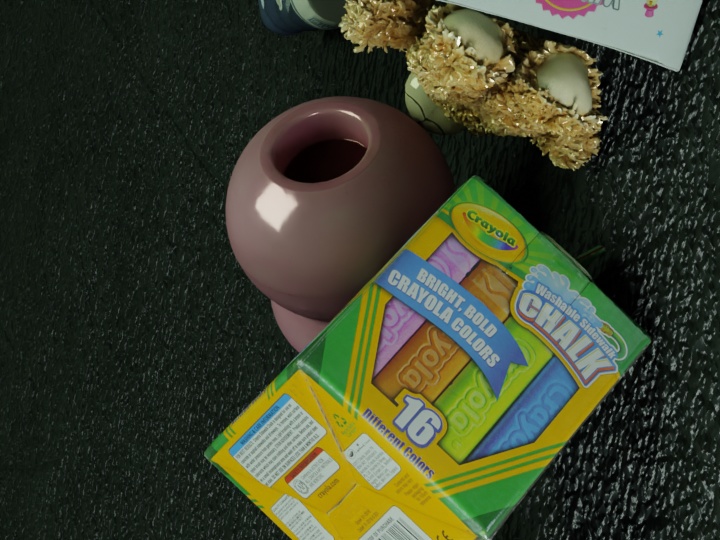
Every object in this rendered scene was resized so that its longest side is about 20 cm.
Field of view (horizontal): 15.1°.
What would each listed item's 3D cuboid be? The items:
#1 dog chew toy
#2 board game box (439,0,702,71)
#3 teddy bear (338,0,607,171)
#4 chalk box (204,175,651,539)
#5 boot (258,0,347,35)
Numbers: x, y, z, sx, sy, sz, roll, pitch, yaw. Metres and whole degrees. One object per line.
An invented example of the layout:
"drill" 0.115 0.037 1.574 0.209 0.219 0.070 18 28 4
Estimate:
"dog chew toy" 0.000 0.000 1.486 0.200 0.124 0.125 73 -174 -46
"board game box" 0.072 -0.169 1.390 0.200 0.147 0.064 -134 60 -65
"teddy bear" 0.060 -0.098 1.399 0.200 0.145 0.067 27 96 63
"chalk box" 0.045 0.048 1.323 0.200 0.124 0.125 -47 0 -37
"boot" -0.031 -0.256 1.801 0.090 0.073 0.200 -3 78 63
